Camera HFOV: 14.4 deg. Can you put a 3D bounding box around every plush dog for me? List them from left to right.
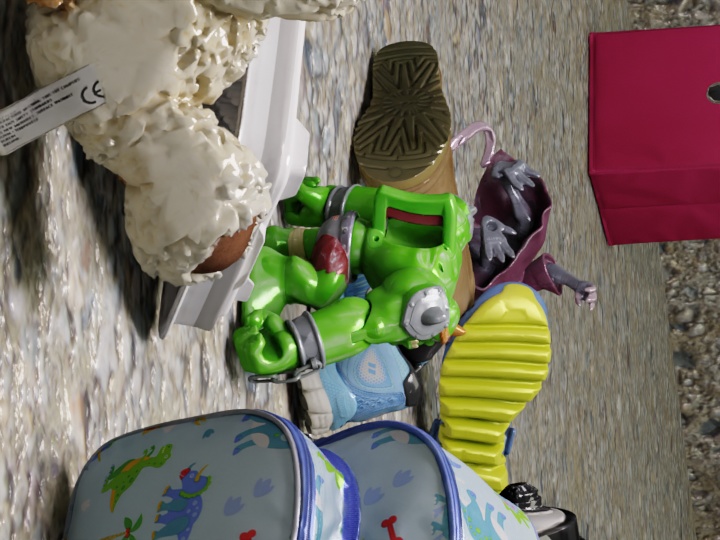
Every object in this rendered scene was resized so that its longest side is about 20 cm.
[{"bbox_3d":[-0.091,-0.113,1.251,0.172,0.160,0.201,-107,-140,-78],"label":"plush dog"}]

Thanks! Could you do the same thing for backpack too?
[{"bbox_3d":[-0.033,0.151,1.226,0.147,0.199,0.184,46,40,-43],"label":"backpack"}]

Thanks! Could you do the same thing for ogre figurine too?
[{"bbox_3d":[0.000,0.000,1.633,0.200,0.119,0.099,-37,123,-76],"label":"ogre figurine"}]

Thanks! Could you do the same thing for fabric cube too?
[{"bbox_3d":[0.380,-0.162,3.385,0.200,0.198,0.197,66,25,-62],"label":"fabric cube"}]

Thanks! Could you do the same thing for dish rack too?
[{"bbox_3d":[-0.055,-0.078,1.399,0.172,0.043,0.201,118,-19,-53],"label":"dish rack"}]

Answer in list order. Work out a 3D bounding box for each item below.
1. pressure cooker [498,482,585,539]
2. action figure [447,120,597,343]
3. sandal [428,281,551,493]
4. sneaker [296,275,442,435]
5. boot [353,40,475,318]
[{"bbox_3d":[0.056,0.212,1.692,0.178,0.175,0.201,-12,97,-50],"label":"pressure cooker"},{"bbox_3d":[0.096,0.007,2.261,0.149,0.134,0.200,46,-22,23],"label":"action figure"},{"bbox_3d":[0.089,0.093,2.116,0.087,0.079,0.201,-86,-167,-63],"label":"sandal"},{"bbox_3d":[0.016,0.034,1.778,0.200,0.090,0.079,-79,162,-54],"label":"sneaker"},{"bbox_3d":[0.046,-0.037,2.019,0.175,0.066,0.201,-78,162,-52],"label":"boot"}]
